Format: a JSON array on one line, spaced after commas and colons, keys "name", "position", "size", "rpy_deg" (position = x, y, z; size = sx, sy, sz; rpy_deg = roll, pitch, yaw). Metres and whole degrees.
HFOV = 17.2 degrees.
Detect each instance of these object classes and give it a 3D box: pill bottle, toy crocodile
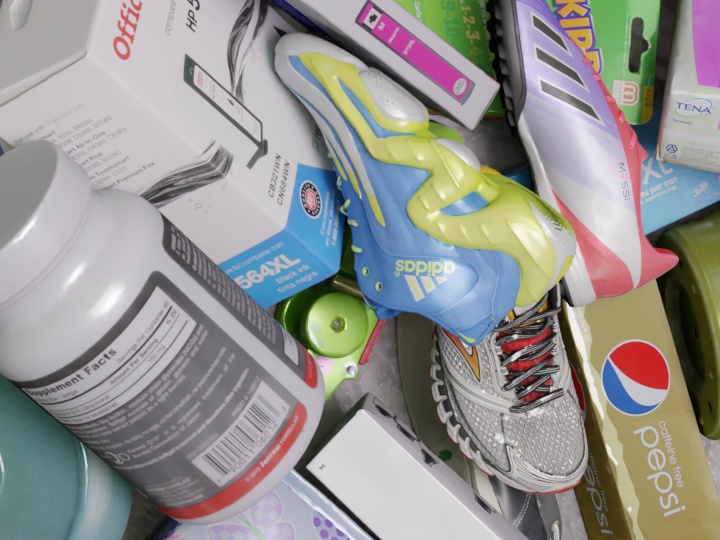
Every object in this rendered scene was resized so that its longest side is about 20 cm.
[{"name": "pill bottle", "position": [-0.121, 0.031, 1.218], "size": [0.200, 0.116, 0.116], "rpy_deg": [45, 75, -29]}, {"name": "toy crocodile", "position": [0.000, 0.000, 1.380], "size": [0.062, 0.068, 0.200], "rpy_deg": [24, 81, -17]}]

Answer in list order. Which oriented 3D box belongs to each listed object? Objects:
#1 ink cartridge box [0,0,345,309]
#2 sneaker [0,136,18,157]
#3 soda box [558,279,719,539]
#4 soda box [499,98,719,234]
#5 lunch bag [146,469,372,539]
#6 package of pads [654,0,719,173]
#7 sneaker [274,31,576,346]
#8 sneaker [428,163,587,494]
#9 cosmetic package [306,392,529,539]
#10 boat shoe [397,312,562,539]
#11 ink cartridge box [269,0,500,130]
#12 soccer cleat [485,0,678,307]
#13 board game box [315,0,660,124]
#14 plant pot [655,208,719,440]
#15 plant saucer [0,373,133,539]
[{"name": "ink cartridge box", "position": [-0.098, -0.091, 1.278], "size": [0.200, 0.084, 0.146], "rpy_deg": [42, 38, -35]}, {"name": "sneaker", "position": [-0.168, -0.021, 1.320], "size": [0.199, 0.115, 0.081], "rpy_deg": [37, 40, -43]}, {"name": "soda box", "position": [0.160, 0.094, 1.431], "size": [0.064, 0.068, 0.200], "rpy_deg": [-18, 94, -18]}, {"name": "soda box", "position": [0.146, -0.050, 1.434], "size": [0.200, 0.064, 0.068], "rpy_deg": [-25, 95, -18]}, {"name": "lunch bag", "position": [-0.048, 0.223, 1.322], "size": [0.200, 0.127, 0.170], "rpy_deg": [42, 74, -4]}, {"name": "package of pads", "position": [0.260, -0.129, 1.394], "size": [0.154, 0.068, 0.200], "rpy_deg": [10, 42, 4]}, {"name": "sneaker", "position": [0.012, -0.037, 1.262], "size": [0.200, 0.076, 0.105], "rpy_deg": [39, 97, 15]}, {"name": "sneaker", "position": [0.075, 0.032, 1.324], "size": [0.078, 0.082, 0.200], "rpy_deg": [-25, 93, -23]}, {"name": "cosmetic package", "position": [0.060, 0.155, 1.328], "size": [0.200, 0.083, 0.051], "rpy_deg": [43, 96, -1]}, {"name": "boat shoe", "position": [0.071, 0.082, 1.406], "size": [0.068, 0.072, 0.200], "rpy_deg": [-16, 94, -31]}, {"name": "ink cartridge box", "position": [-0.014, -0.143, 1.283], "size": [0.200, 0.095, 0.037], "rpy_deg": [29, 92, -48]}, {"name": "soccer cleat", "position": [0.122, -0.082, 1.351], "size": [0.073, 0.068, 0.200], "rpy_deg": [-16, 97, 2]}, {"name": "board game box", "position": [0.074, -0.137, 1.399], "size": [0.200, 0.030, 0.096], "rpy_deg": [4, 86, 5]}, {"name": "plant pot", "position": [0.283, 0.019, 1.425], "size": [0.193, 0.200, 0.200], "rpy_deg": [-11, 92, -7]}, {"name": "plant saucer", "position": [-0.223, 0.110, 1.283], "size": [0.200, 0.027, 0.200], "rpy_deg": [0, 94, 4]}]
